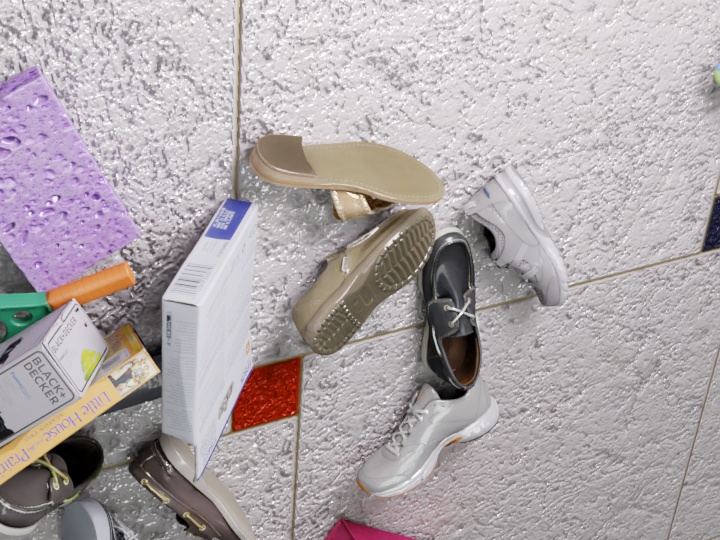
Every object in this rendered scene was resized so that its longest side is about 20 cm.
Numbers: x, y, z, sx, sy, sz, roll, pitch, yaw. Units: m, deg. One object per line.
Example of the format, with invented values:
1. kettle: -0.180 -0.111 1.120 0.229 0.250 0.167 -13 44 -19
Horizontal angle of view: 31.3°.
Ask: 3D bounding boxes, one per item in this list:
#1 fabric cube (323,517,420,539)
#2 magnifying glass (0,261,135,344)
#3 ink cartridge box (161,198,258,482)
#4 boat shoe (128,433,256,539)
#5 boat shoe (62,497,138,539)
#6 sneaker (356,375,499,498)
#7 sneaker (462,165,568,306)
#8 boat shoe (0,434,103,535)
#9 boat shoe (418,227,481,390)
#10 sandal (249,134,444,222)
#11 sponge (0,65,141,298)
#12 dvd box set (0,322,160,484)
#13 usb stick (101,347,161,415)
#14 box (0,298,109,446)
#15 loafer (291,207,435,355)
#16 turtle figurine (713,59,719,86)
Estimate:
1. fabric cube: 0.034 0.460 1.599 0.199 0.200 0.197 26 106 -41
2. magnifying glass: -0.304 0.037 1.181 0.198 0.022 0.080 -19 139 -1
3. ink cartridge box: -0.144 0.063 1.229 0.040 0.200 0.201 9 120 7
4. boat shoe: -0.180 0.256 1.411 0.059 0.072 0.200 -33 129 0
5. boat shoe: -0.271 0.298 1.365 0.068 0.074 0.200 -23 143 -30
6. sneaker: 0.070 0.184 1.528 0.199 0.076 0.092 -35 126 -17
7. sneaker: 0.174 -0.029 1.452 0.082 0.075 0.201 -27 126 5
8. boat shoe: -0.306 0.198 1.232 0.061 0.072 0.201 -42 176 8
9. boat shoe: 0.109 0.044 1.451 0.071 0.068 0.201 -17 125 -20
10. sandal: -0.022 -0.083 1.289 0.210 0.078 0.070 7 137 -29
11. sponge: -0.285 -0.074 1.139 0.111 0.030 0.201 -32 133 -7
12. dvd box set: -0.280 0.126 1.181 0.199 0.146 0.030 -36 105 -10
13. usb stick: -0.230 0.112 1.303 0.199 0.033 0.056 -15 124 -23
14. box: -0.329 0.115 1.142 0.199 0.117 0.060 -31 105 10
15. loafer: 0.000 0.000 1.354 0.200 0.067 0.076 -44 139 -21
16. turtle figurine: 0.484 -0.281 1.415 0.193 0.144 0.201 -32 136 -14
